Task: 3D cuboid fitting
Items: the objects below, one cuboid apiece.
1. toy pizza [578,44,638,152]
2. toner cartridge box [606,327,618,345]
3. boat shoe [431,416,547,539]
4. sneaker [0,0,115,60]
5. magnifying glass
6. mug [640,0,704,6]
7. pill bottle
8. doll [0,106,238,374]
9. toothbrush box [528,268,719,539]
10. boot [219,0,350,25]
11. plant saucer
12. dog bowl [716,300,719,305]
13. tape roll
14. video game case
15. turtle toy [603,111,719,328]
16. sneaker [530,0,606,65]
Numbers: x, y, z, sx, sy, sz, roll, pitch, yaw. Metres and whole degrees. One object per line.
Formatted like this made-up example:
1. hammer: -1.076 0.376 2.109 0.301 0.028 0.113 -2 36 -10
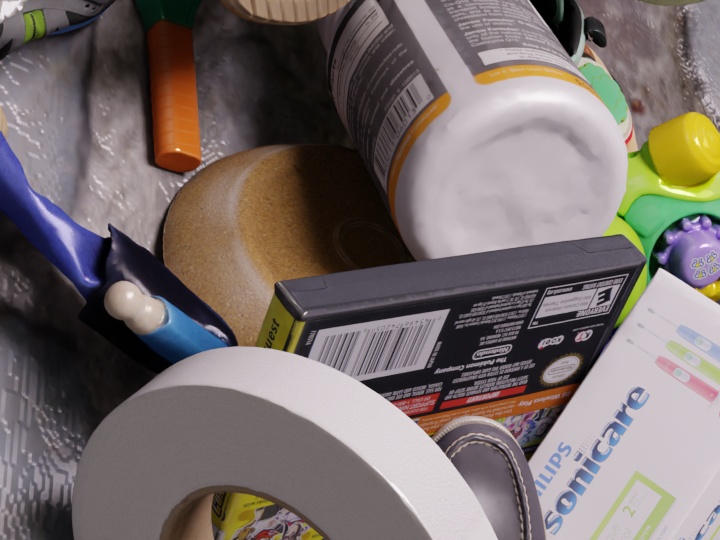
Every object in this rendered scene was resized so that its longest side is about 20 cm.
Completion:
1. toy pizza: 0.113 -0.096 1.199 0.200 0.032 0.201 24 52 -34
2. toner cartridge box: 0.115 0.062 1.085 0.200 0.043 0.095 22 40 -35
3. boat shoe: 0.050 0.165 0.854 0.072 0.063 0.201 6 86 -5
4. sneaker: -0.169 -0.133 0.903 0.071 0.083 0.200 54 41 -3
5. magnifying glass: -0.103 -0.144 1.026 0.079 0.022 0.201 16 55 -39
6. mug: 0.122 -0.214 1.030 0.153 0.186 0.150 -1 64 -52
7. pill bottle: 0.048 -0.089 0.971 0.116 0.116 0.200 26 23 -32
8. doll: -0.105 0.008 0.865 0.200 0.136 0.048 42 85 -5
9. toothbrush box: 0.170 0.105 0.978 0.086 0.146 0.200 34 -1 31
10. boot: -0.067 -0.190 0.982 0.200 0.166 0.073 -40 141 -48
11. plant saucer: 0.000 0.000 0.977 0.200 0.035 0.201 18 42 -17
12. dog bowl: 0.253 0.065 1.172 0.200 0.059 0.201 -16 90 -73
13. tape roll: -0.030 0.128 0.797 0.203 0.203 0.037 55 41 -5
14. video game case: 0.022 0.069 0.886 0.200 0.181 0.026 -8 43 -37
15. turtle toy: 0.151 -0.016 1.064 0.200 0.146 0.101 -2 72 -52
16. sneaker: 0.085 -0.166 1.118 0.074 0.118 0.201 -1 58 -19
